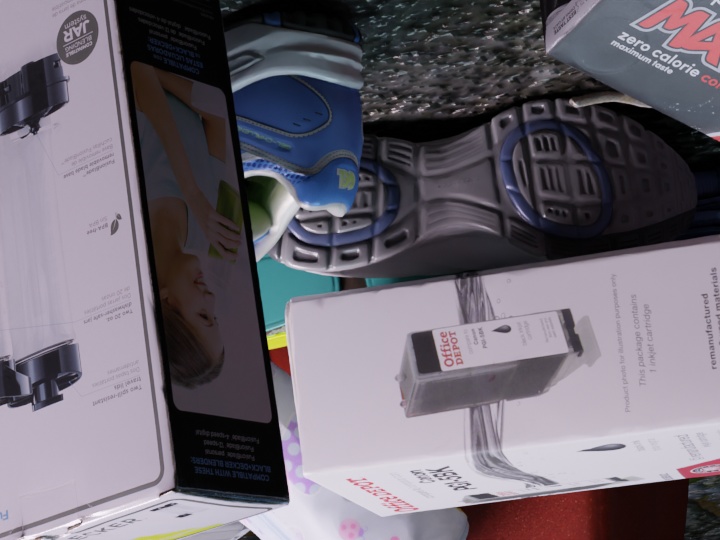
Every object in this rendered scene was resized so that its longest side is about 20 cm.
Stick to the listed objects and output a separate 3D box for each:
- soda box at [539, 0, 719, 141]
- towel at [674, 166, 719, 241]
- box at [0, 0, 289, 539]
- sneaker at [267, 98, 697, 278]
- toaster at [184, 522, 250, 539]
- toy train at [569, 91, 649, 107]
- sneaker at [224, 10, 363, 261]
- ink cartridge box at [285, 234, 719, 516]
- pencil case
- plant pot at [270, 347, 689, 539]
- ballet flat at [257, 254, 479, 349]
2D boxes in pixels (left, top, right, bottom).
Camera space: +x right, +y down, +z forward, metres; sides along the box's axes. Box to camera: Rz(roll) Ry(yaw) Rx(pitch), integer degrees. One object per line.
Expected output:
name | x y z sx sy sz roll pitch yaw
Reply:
soda box | 0.158 -0.078 0.778 0.199 0.064 0.071 23 133 -26
towel | 0.171 -0.014 1.120 0.199 0.049 0.112 -8 163 -5
box | -0.098 -0.002 0.777 0.116 0.201 0.060 -22 158 33
sneaker | 0.051 -0.032 0.997 0.199 0.075 0.087 -1 171 1
toaster | -0.145 0.119 1.271 0.129 0.114 0.200 1 161 -41
toy train | 0.194 -0.089 0.864 0.199 0.085 0.116 1 149 -27
sneaker | -0.079 -0.036 0.884 0.199 0.078 0.075 -22 160 40
ink cartridge box | 0.081 0.052 0.991 0.199 0.083 0.147 -9 165 14
pencil case | -0.038 0.107 1.162 0.083 0.200 0.091 -49 -174 28
plant pot | 0.087 0.121 1.282 0.199 0.177 0.200 -17 160 21
ballet flat | 0.000 0.000 1.077 0.199 0.067 0.067 -9 -176 9
